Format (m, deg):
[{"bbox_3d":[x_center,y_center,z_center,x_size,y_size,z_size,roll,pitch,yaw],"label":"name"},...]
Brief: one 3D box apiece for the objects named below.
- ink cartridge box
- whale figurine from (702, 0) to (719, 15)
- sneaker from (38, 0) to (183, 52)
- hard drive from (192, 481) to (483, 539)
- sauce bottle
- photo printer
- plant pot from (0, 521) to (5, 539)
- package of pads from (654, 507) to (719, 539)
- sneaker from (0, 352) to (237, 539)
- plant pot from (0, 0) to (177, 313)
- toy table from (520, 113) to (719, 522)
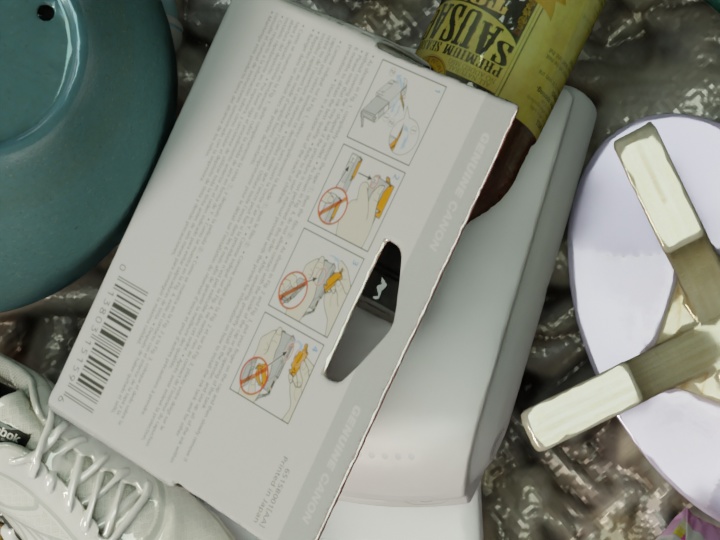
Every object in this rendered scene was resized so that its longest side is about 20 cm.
[{"bbox_3d":[-0.025,0.000,1.050,0.173,0.043,0.201,27,93,41],"label":"ink cartridge box"},{"bbox_3d":[0.161,-0.170,1.124,0.158,0.104,0.201,-22,83,8],"label":"whale figurine"},{"bbox_3d":[-0.168,-0.173,1.195,0.199,0.080,0.131,14,82,0],"label":"sneaker"},{"bbox_3d":[-0.009,0.152,1.161,0.131,0.026,0.201,-4,76,9],"label":"hard drive"},{"bbox_3d":[0.049,-0.073,1.086,0.066,0.066,0.201,24,81,9],"label":"sauce bottle"},{"bbox_3d":[0.000,0.000,1.145,0.165,0.069,0.201,15,79,12],"label":"photo printer"},{"bbox_3d":[-0.173,0.146,1.168,0.199,0.028,0.201,1,66,-2],"label":"plant pot"},{"bbox_3d":[0.142,0.205,1.084,0.120,0.076,0.201,28,126,9],"label":"package of pads"},{"bbox_3d":[-0.132,0.092,1.136,0.199,0.081,0.075,34,68,10],"label":"sneaker"},{"bbox_3d":[-0.165,-0.083,1.071,0.199,0.135,0.201,1,86,-13],"label":"plant pot"},{"bbox_3d":[0.157,0.025,1.113,0.184,0.117,0.200,-38,83,6],"label":"toy table"}]
